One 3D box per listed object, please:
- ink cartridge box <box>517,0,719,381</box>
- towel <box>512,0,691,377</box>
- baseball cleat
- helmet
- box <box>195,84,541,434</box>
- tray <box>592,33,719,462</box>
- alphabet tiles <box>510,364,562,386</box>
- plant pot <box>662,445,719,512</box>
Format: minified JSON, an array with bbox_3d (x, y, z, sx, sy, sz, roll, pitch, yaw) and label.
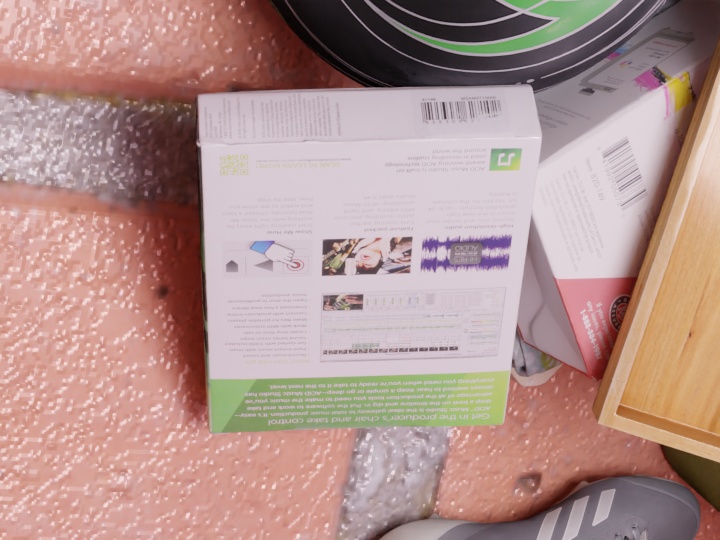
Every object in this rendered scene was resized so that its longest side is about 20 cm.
[{"bbox_3d":[0.154,-0.053,1.015,0.200,0.067,0.117,-32,119,-17],"label":"ink cartridge box"},{"bbox_3d":[0.122,-0.060,1.064,0.200,0.048,0.172,-29,118,-19],"label":"towel"},{"bbox_3d":[0.104,0.162,1.098,0.199,0.106,0.070,-10,123,-22],"label":"baseball cleat"},{"bbox_3d":[0.050,-0.167,0.921,0.191,0.200,0.200,37,85,-24],"label":"helmet"},{"bbox_3d":[0.000,0.000,0.949,0.144,0.036,0.200,-1,138,-4],"label":"box"},{"bbox_3d":[0.184,-0.013,0.959,0.098,0.037,0.201,18,98,-2],"label":"tray"},{"bbox_3d":[0.127,-0.039,1.105,0.200,0.015,0.196,-46,119,-10],"label":"alphabet tiles"},{"bbox_3d":[0.259,0.090,1.115,0.199,0.190,0.201,-9,110,-27],"label":"plant pot"}]
